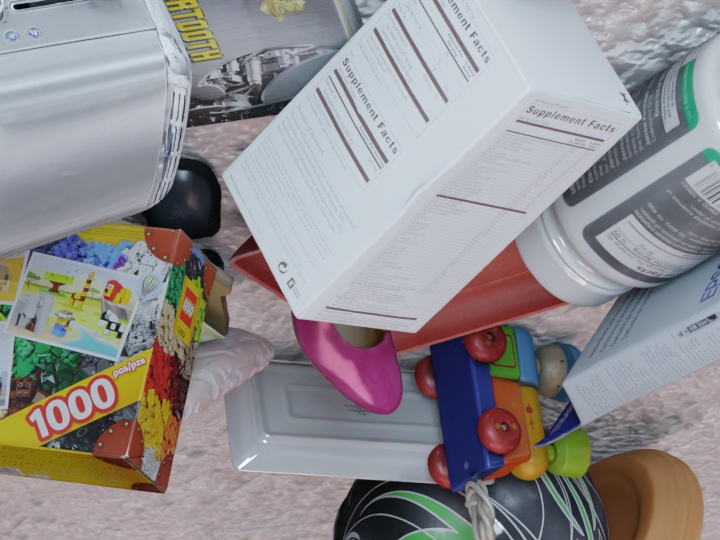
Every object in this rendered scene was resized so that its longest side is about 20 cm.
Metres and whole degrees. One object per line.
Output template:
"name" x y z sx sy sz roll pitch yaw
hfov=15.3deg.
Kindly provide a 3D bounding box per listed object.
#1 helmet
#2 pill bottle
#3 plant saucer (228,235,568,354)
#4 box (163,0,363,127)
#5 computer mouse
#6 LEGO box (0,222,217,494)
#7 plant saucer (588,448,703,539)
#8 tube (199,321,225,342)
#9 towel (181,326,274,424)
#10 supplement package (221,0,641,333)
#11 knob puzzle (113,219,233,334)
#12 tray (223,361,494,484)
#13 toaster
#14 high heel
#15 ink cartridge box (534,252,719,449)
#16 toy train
"helmet" 0.093 0.200 2.065 0.200 0.200 0.191 19 141 -38
"pill bottle" 0.189 -0.058 1.646 0.113 0.113 0.200 15 149 -32
"plant saucer" 0.045 -0.012 1.813 0.200 0.037 0.200 -18 150 26
"box" -0.088 -0.149 1.504 0.158 0.048 0.200 -7 154 8
"computer mouse" -0.119 -0.017 1.789 0.058 0.034 0.200 -3 155 -2
"LEGO box" -0.205 0.047 1.660 0.199 0.149 0.077 5 161 19
"plant saucer" 0.188 0.225 2.141 0.037 0.201 0.200 36 137 -26
"tube" -0.194 0.031 1.773 0.199 0.058 0.052 4 121 10
"towel" -0.179 0.069 1.786 0.190 0.032 0.200 5 -165 19
"supplement package" 0.039 -0.071 1.524 0.200 0.110 0.114 -44 149 27
"knob puzzle" -0.177 -0.016 1.745 0.219 0.031 0.220 11 162 4
"tray" -0.001 0.106 1.978 0.199 0.108 0.022 5 135 -16
"toaster" -0.167 -0.085 1.412 0.129 0.114 0.200 -15 149 -21
"high heel" 0.000 0.000 1.708 0.096 0.200 0.067 -15 -164 37
"ink cartridge box" 0.206 0.014 1.727 0.200 0.200 0.041 -32 103 41
"toy train" 0.116 0.134 1.937 0.115 0.201 0.085 7 151 -30
